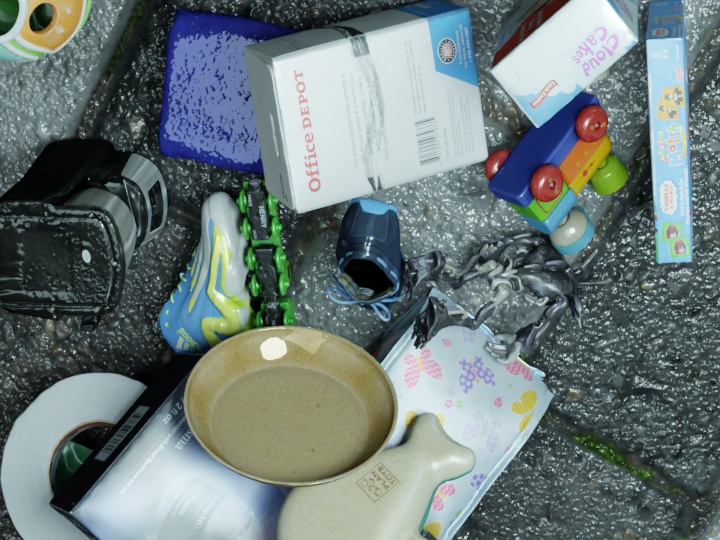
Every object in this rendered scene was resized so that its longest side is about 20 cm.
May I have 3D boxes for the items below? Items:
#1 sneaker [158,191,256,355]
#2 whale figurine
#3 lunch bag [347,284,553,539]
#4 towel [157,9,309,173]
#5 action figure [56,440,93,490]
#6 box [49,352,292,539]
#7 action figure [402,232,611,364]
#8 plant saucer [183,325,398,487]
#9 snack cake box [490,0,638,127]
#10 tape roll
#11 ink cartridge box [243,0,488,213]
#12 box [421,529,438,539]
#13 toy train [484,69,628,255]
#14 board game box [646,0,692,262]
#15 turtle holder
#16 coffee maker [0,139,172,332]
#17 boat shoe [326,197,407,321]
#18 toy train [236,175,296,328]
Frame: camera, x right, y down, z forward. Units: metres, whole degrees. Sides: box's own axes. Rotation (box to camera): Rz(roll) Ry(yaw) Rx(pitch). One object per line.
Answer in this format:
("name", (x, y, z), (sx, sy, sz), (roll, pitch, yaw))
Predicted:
("sneaker", (-0.160, 0.021, 1.753), (0.104, 0.076, 0.202), (-3, 111, 11))
("whale figurine", (0.018, 0.225, 1.630), (0.200, 0.104, 0.159), (-41, 57, -14))
("lunch bag", (0.072, 0.142, 1.735), (0.169, 0.127, 0.201), (39, 86, -7))
("towel", (-0.091, -0.166, 1.690), (0.198, 0.050, 0.149), (10, 105, 6))
("action figure", (-0.247, 0.238, 1.861), (0.197, 0.055, 0.119), (8, 110, -2))
("box", (-0.157, 0.218, 1.708), (0.198, 0.123, 0.200), (44, 75, -14))
("action figure", (0.135, 0.020, 1.684), (0.198, 0.120, 0.102), (-5, 155, -25))
("plant saucer", (-0.065, 0.132, 1.624), (0.198, 0.201, 0.036), (11, 132, 5))
("snack cake box", (0.182, -0.212, 1.542), (0.115, 0.200, 0.067), (-39, 101, 20))
("tape roll", (-0.264, 0.207, 1.796), (0.198, 0.066, 0.203), (1, 82, -4))
("ink cartridge box", (0.005, -0.153, 1.608), (0.198, 0.084, 0.146), (-16, 111, -19))
("box", (0.053, 0.319, 1.760), (0.199, 0.048, 0.193), (0, 138, 53))
("toy train", (0.215, -0.120, 1.642), (0.201, 0.084, 0.116), (-52, 127, -11))
("board game box", (0.279, -0.128, 1.585), (0.036, 0.151, 0.202), (-1, 110, 11))
("turtle holder", (-0.344, -0.276, 1.640), (0.141, 0.132, 0.186), (-41, 100, 21))
("coffee maker", (-0.293, -0.051, 1.680), (0.190, 0.200, 0.136), (24, 110, -3))
("boat shoe", (0.000, 0.000, 1.666), (0.083, 0.069, 0.200), (7, 156, 11))
("toy train", (-0.089, -0.002, 1.739), (0.041, 0.057, 0.202), (-2, 115, 10))
